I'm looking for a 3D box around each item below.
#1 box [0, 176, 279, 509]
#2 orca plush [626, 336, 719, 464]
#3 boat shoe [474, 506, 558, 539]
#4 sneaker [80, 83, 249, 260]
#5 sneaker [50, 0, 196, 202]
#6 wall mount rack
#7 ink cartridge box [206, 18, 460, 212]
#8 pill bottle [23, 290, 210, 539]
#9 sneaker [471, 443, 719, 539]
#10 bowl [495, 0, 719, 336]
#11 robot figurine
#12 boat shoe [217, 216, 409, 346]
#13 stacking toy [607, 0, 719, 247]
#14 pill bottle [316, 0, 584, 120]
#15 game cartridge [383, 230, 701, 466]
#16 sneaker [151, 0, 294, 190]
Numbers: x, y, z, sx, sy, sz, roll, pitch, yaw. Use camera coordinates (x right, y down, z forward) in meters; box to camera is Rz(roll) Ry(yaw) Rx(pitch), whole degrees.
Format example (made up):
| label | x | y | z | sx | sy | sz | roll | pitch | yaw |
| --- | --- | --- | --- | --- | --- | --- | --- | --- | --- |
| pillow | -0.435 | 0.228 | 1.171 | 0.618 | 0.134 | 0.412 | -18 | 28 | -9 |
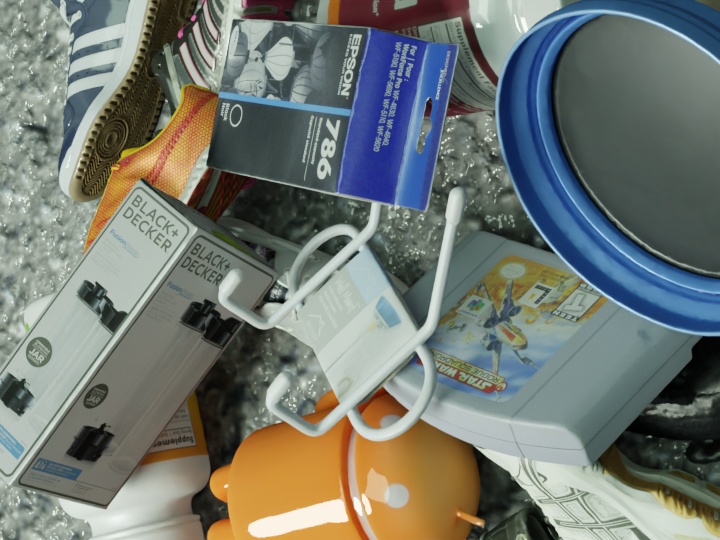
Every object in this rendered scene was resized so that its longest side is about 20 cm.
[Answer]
| label | x | y | z | sx | sy | sz | roll | pitch | yaw |
| --- | --- | --- | --- | --- | --- | --- | --- | --- | --- |
| box | -0.154 | 0.051 | 1.081 | 0.060 | 0.117 | 0.200 | 38 | 91 | 29 |
| orca plush | 0.172 | 0.057 | 1.009 | 0.199 | 0.071 | 0.106 | 18 | 99 | 31 |
| boat shoe | 0.133 | 0.243 | 1.033 | 0.064 | 0.071 | 0.201 | -40 | 68 | 26 |
| sneaker | -0.147 | -0.035 | 1.138 | 0.077 | 0.073 | 0.200 | 38 | 89 | 27 |
| sneaker | -0.200 | -0.158 | 1.245 | 0.108 | 0.070 | 0.201 | 26 | 96 | 25 |
| wall mount rack | 0.000 | 0.000 | 1.015 | 0.174 | 0.074 | 0.200 | -44 | 37 | 11 |
| ink cartridge box | -0.023 | -0.097 | 1.004 | 0.199 | 0.039 | 0.100 | 13 | 93 | 53 |
| pill bottle | -0.169 | 0.113 | 1.200 | 0.111 | 0.111 | 0.201 | -17 | 81 | 31 |
| sneaker | 0.136 | 0.146 | 1.014 | 0.199 | 0.076 | 0.088 | 29 | 111 | 16 |
| bowl | 0.162 | -0.058 | 0.895 | 0.200 | 0.039 | 0.201 | 32 | 143 | 27 |
| robot figurine | -0.007 | 0.144 | 1.095 | 0.199 | 0.144 | 0.117 | -17 | 109 | 31 |
| boat shoe | -0.049 | 0.010 | 1.150 | 0.199 | 0.068 | 0.072 | 30 | 105 | 29 |
| stacking toy | 0.188 | -0.057 | 0.984 | 0.200 | 0.146 | 0.147 | -49 | 65 | 38 |
| pill bottle | 0.076 | -0.155 | 1.019 | 0.199 | 0.114 | 0.115 | -4 | 87 | 48 |
| game cartridge | 0.092 | 0.045 | 1.008 | 0.199 | 0.133 | 0.042 | 20 | 141 | 48 |
| sneaker | -0.104 | -0.161 | 1.183 | 0.087 | 0.074 | 0.201 | 12 | 101 | 25 |
